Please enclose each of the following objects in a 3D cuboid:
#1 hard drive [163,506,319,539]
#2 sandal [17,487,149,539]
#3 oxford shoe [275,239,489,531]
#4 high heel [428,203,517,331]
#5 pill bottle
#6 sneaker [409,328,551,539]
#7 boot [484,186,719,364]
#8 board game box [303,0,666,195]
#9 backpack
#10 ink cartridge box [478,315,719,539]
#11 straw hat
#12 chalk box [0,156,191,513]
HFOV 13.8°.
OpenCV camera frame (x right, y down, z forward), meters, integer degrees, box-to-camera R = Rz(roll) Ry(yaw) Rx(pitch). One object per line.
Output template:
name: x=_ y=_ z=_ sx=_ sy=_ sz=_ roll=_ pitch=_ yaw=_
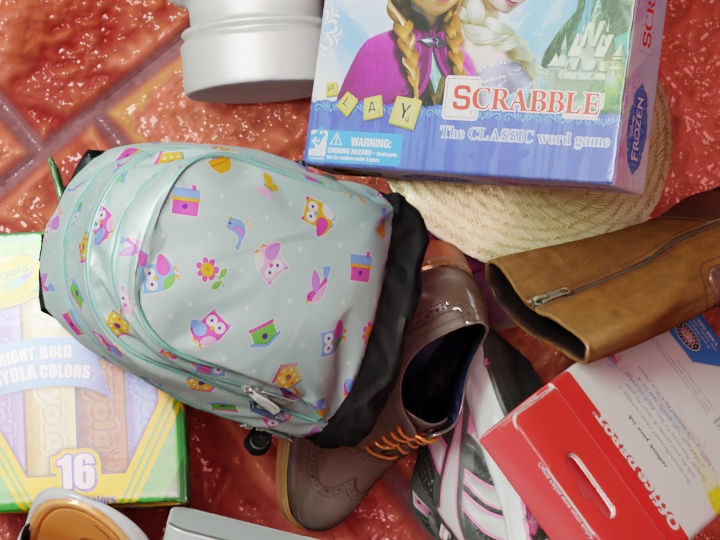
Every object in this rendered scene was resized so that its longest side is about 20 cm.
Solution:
hard drive: x=-0.062 y=0.236 z=1.676 sx=0.132 sy=0.026 sz=0.200 roll=14 pitch=118 yaw=0
sandal: x=-0.166 y=0.206 z=1.648 sx=0.079 sy=0.207 sz=0.059 roll=22 pitch=43 yaw=5
oxford shoe: x=0.011 y=0.080 z=1.682 sx=0.071 sy=0.073 sz=0.200 roll=6 pitch=125 yaw=-32
high heel: x=0.000 y=0.000 z=1.731 sx=0.200 sy=0.067 sz=0.096 roll=-10 pitch=95 yaw=-17
pill bottle: x=-0.064 y=-0.202 z=1.726 sx=0.114 sy=0.114 sz=0.200 roll=-4 pitch=85 yaw=-2
sneaker: x=0.074 y=0.139 z=1.703 sx=0.086 sy=0.080 sz=0.200 roll=-29 pitch=54 yaw=26
boot: x=0.199 y=0.011 z=1.652 sx=0.200 sy=0.188 sz=0.069 roll=-15 pitch=127 yaw=-32
board game box: x=0.073 y=-0.148 z=1.650 sx=0.200 sy=0.041 sz=0.200 roll=4 pitch=85 yaw=31
backpack: x=-0.067 y=0.000 z=1.588 sx=0.200 sy=0.127 sz=0.167 roll=20 pitch=76 yaw=-31
ink cartridge box: x=0.147 y=0.103 z=1.665 sx=0.067 sy=0.200 sz=0.116 roll=-39 pitch=85 yaw=39
straw hat: x=0.099 y=-0.107 z=1.708 sx=0.201 sy=0.085 sz=0.201 roll=5 pitch=68 yaw=-13
chalk box: x=-0.159 y=0.037 z=1.696 sx=0.124 sy=0.124 sz=0.200 roll=-2 pitch=86 yaw=-1
